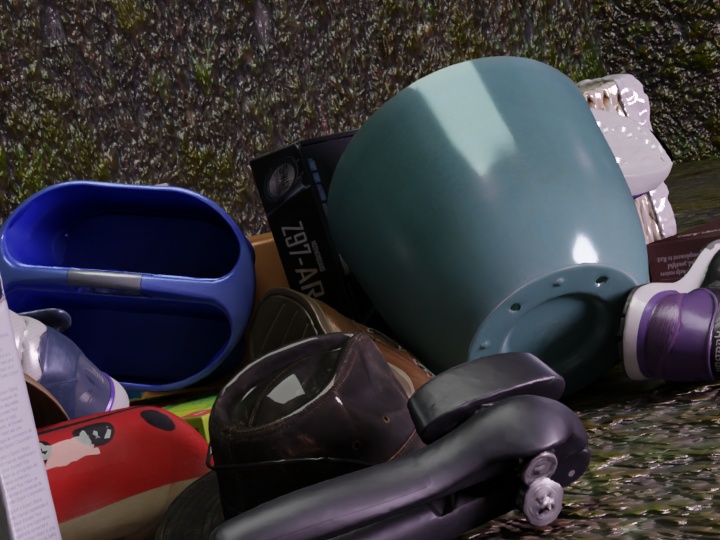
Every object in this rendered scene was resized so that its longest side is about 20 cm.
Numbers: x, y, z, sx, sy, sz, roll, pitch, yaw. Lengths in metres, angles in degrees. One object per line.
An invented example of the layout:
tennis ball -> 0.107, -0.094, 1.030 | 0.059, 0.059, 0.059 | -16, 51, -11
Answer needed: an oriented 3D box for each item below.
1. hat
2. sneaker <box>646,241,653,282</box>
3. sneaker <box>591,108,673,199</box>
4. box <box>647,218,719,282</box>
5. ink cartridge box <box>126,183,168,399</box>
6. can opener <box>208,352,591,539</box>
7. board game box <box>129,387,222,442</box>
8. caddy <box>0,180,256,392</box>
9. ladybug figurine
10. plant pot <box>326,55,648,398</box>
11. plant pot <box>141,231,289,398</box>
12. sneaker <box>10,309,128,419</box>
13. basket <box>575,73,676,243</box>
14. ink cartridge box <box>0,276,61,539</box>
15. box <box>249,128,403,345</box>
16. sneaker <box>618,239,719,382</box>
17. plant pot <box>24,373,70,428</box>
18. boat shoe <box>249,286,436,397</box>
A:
hat -> -0.024, 0.081, 0.877 | 0.198, 0.082, 0.201 | -16, 12, 4
sneaker -> 0.154, 0.028, 1.257 | 0.114, 0.075, 0.200 | -8, 8, 28
sneaker -> 0.127, -0.041, 1.259 | 0.198, 0.081, 0.147 | -8, -39, -28
box -> 0.322, -0.012, 1.304 | 0.099, 0.076, 0.199 | -8, 8, 46
ink cartridge box -> -0.193, 0.028, 1.473 | 0.083, 0.203, 0.146 | -13, 4, 1
can opener -> 0.020, 0.106, 0.767 | 0.198, 0.064, 0.079 | -25, 35, -21
board game box -> -0.140, 0.118, 1.156 | 0.198, 0.048, 0.101 | -10, 5, 40
caddy -> -0.165, 0.013, 1.173 | 0.197, 0.143, 0.105 | 4, -8, 11
ladybug figurine -> -0.170, 0.126, 0.956 | 0.198, 0.073, 0.135 | -15, 4, -22
plant pot -> 0.095, -0.010, 1.089 | 0.198, 0.202, 0.162 | -14, 46, -14
plant pot -> -0.085, 0.048, 1.296 | 0.198, 0.142, 0.200 | -14, 4, 1
sneaker -> -0.266, 0.084, 1.092 | 0.198, 0.081, 0.146 | -22, -43, 31
basket -> 0.143, -0.043, 1.400 | 0.159, 0.203, 0.198 | -17, 5, -27
ink cartridge box -> -0.253, 0.086, 0.863 | 0.194, 0.203, 0.043 | -11, 4, 30
box -> 0.000, 0.000, 1.227 | 0.043, 0.202, 0.160 | -17, 1, 25
sneaker -> 0.244, 0.033, 1.066 | 0.087, 0.077, 0.199 | 7, 18, 32
plant pot -> -0.271, 0.105, 1.001 | 0.197, 0.028, 0.201 | -10, -39, -8
boat shoe -> -0.006, 0.070, 1.071 | 0.067, 0.073, 0.200 | 13, 14, -34
